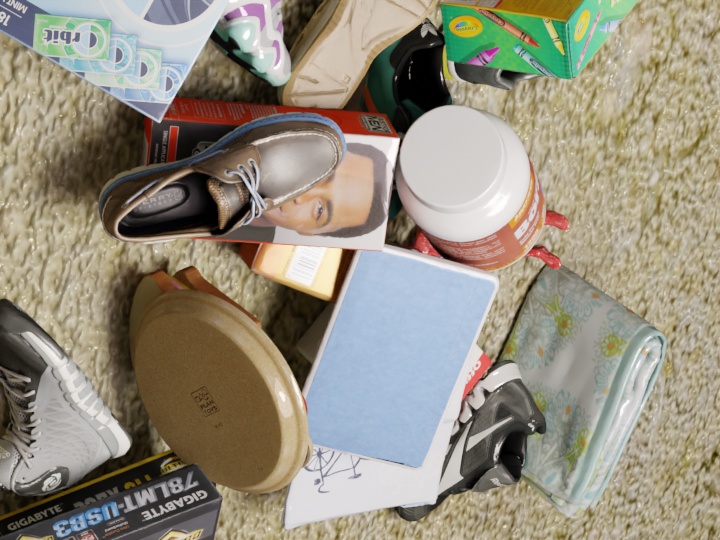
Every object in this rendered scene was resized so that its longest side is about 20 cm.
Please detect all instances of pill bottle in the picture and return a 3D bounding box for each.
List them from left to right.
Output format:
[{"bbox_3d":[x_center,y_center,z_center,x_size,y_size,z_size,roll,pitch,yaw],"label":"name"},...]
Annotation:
[{"bbox_3d":[0.091,-0.071,1.706,0.112,0.112,0.200,-54,164,-2],"label":"pill bottle"}]

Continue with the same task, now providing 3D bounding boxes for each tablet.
[{"bbox_3d":[0.027,0.075,1.740,0.129,0.014,0.201,14,114,-15],"label":"tablet"}]

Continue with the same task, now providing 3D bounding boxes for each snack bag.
[{"bbox_3d":[0.017,0.141,1.836,0.188,0.021,0.201,-5,119,-38],"label":"snack bag"}]

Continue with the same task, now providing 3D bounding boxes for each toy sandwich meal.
[{"bbox_3d":[-0.109,0.089,1.673,0.070,0.204,0.206,-35,134,-43],"label":"toy sandwich meal"}]

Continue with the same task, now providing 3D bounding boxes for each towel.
[{"bbox_3d":[0.196,0.113,1.963,0.048,0.171,0.201,14,105,-42],"label":"towel"}]

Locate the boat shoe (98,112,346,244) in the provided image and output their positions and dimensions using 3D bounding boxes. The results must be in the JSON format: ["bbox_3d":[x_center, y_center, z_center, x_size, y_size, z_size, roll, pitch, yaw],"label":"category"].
[{"bbox_3d":[-0.102,-0.060,1.568,0.199,0.072,0.073,-21,114,-1],"label":"boat shoe"}]

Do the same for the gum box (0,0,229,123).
[{"bbox_3d":[-0.171,-0.237,1.484,0.169,0.045,0.201,30,94,-15],"label":"gum box"}]

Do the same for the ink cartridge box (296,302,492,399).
[{"bbox_3d":[0.042,0.087,1.889,0.116,0.067,0.200,-51,136,-5],"label":"ink cartridge box"}]

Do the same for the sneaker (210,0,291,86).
[{"bbox_3d":[-0.074,-0.248,1.592,0.140,0.078,0.200,-45,135,-10],"label":"sneaker"}]

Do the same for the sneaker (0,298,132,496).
[{"bbox_3d":[-0.269,0.119,1.638,0.115,0.075,0.200,-42,135,-11],"label":"sneaker"}]

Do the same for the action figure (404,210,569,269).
[{"bbox_3d":[0.112,-0.021,1.905,0.199,0.052,0.066,-6,121,-36],"label":"action figure"}]

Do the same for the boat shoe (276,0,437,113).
[{"bbox_3d":[-0.003,-0.209,1.683,0.074,0.069,0.200,42,90,-25],"label":"boat shoe"}]

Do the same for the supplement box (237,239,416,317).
[{"bbox_3d":[0.000,0.000,1.748,0.199,0.067,0.069,23,96,-19],"label":"supplement box"}]

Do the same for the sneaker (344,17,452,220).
[{"bbox_3d":[0.033,-0.125,1.750,0.071,0.080,0.201,-17,124,-36],"label":"sneaker"}]

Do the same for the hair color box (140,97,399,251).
[{"bbox_3d":[-0.076,-0.078,1.639,0.199,0.061,0.102,3,112,-12],"label":"hair color box"}]

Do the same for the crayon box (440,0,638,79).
[{"bbox_3d":[0.166,-0.242,1.724,0.200,0.118,0.058,-49,140,-41],"label":"crayon box"}]

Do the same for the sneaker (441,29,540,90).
[{"bbox_3d":[0.165,-0.210,1.813,0.200,0.085,0.075,-32,132,-23],"label":"sneaker"}]

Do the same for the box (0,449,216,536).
[{"bbox_3d":[-0.223,0.244,1.736,0.199,0.049,0.160,-20,144,-31],"label":"box"}]

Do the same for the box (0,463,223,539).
[{"bbox_3d":[-0.219,0.268,1.683,0.199,0.050,0.199,-19,140,-32],"label":"box"}]

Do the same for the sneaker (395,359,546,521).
[{"bbox_3d":[0.107,0.184,1.953,0.066,0.091,0.200,-1,134,-54],"label":"sneaker"}]
